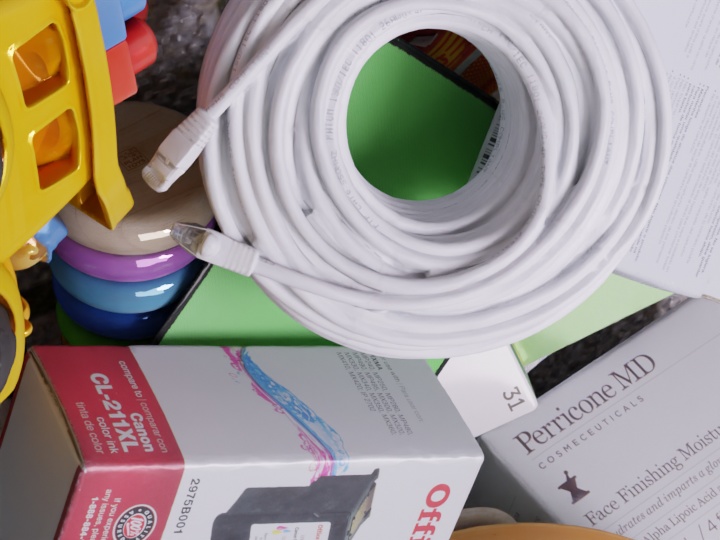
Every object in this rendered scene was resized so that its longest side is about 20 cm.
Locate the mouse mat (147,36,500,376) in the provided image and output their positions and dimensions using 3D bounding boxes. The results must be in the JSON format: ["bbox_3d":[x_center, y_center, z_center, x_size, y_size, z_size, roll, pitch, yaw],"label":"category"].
[{"bbox_3d":[0.000,0.000,1.152,0.161,0.008,0.200,28,100,-42],"label":"mouse mat"}]

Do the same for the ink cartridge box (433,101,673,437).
[{"bbox_3d":[0.055,0.003,1.223,0.199,0.048,0.146,-24,118,6],"label":"ink cartridge box"}]

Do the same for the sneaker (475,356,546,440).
[{"bbox_3d":[0.074,0.042,1.325,0.088,0.075,0.201,-4,129,-37],"label":"sneaker"}]

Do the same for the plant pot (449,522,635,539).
[{"bbox_3d":[0.086,0.237,1.214,0.199,0.141,0.201,3,138,2],"label":"plant pot"}]

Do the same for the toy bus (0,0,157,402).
[{"bbox_3d":[-0.155,-0.053,1.016,0.192,0.135,0.201,-32,135,-32],"label":"toy bus"}]

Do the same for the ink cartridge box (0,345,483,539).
[{"bbox_3d":[-0.063,0.113,1.123,0.199,0.083,0.146,1,126,-30],"label":"ink cartridge box"}]

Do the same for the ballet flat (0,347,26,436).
[{"bbox_3d":[-0.177,0.102,1.182,0.073,0.073,0.201,-17,135,-26],"label":"ballet flat"}]

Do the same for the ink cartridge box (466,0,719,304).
[{"bbox_3d":[0.154,-0.093,1.188,0.199,0.041,0.201,19,95,-45],"label":"ink cartridge box"}]

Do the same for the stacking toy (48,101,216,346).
[{"bbox_3d":[-0.107,0.019,1.164,0.085,0.085,0.201,-21,143,-22],"label":"stacking toy"}]

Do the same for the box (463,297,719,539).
[{"bbox_3d":[0.156,0.141,1.383,0.198,0.131,0.200,-31,155,-29],"label":"box"}]

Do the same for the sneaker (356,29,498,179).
[{"bbox_3d":[0.021,-0.080,1.177,0.200,0.073,0.077,-37,153,0],"label":"sneaker"}]

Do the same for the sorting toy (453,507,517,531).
[{"bbox_3d":[-0.007,0.196,1.302,0.199,0.037,0.186,-4,137,5],"label":"sorting toy"}]

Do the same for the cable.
[{"bbox_3d":[0.029,-0.062,1.065,0.199,0.069,0.201,32,92,-14],"label":"cable"}]
